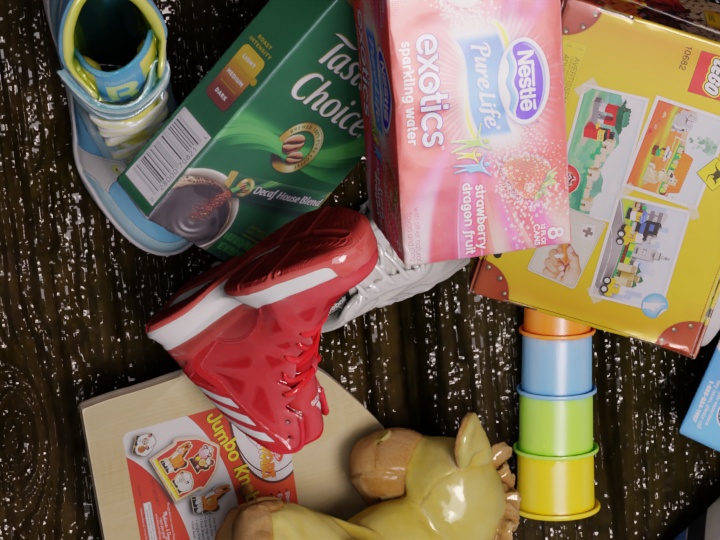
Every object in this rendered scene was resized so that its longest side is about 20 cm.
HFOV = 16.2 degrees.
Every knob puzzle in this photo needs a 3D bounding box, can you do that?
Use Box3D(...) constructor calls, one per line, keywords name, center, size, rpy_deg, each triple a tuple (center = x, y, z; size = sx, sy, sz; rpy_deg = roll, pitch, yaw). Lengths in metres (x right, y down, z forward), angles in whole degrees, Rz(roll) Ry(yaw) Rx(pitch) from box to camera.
Box3D(name="knob puzzle", center=(-0.076, 0.134, 1.641), size=(0.218, 0.030, 0.221), rpy_deg=(-8, 114, -18))

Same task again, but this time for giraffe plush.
Box3D(name="giraffe plush", center=(0.026, 0.167, 1.601), size=(0.199, 0.173, 0.163), rpy_deg=(34, 71, -4))

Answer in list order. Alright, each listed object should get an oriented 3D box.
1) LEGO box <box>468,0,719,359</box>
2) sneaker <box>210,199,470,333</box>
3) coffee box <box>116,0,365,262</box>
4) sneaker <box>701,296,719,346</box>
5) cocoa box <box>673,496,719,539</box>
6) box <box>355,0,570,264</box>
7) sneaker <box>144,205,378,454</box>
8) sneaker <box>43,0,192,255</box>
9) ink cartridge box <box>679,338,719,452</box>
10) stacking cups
Box3D(name="LEGO box", center=(0.164, -0.067, 1.536), size=(0.148, 0.077, 0.201), rpy_deg=(16, 112, -3))
Box3D(name="sneaker", center=(0.000, 0.000, 1.599), size=(0.199, 0.081, 0.076), rpy_deg=(-24, 104, -4))
Box3D(name="coffee box", center=(-0.041, -0.097, 1.519), size=(0.200, 0.044, 0.123), rpy_deg=(-48, 144, 8))
Box3D(name="sneaker", center=(0.188, -0.052, 1.621), size=(0.117, 0.074, 0.202), rpy_deg=(2, 106, -6))
Box3D(name="cocoa box", center=(0.283, 0.264, 1.661), size=(0.199, 0.134, 0.131), rpy_deg=(32, 125, -15))
Box3D(name="box", center=(0.056, -0.116, 1.418), size=(0.102, 0.095, 0.202), rpy_deg=(-7, 109, -10))
Box3D(name="sneaker", center=(-0.032, 0.039, 1.495), size=(0.116, 0.199, 0.078), rpy_deg=(52, 55, -13))
Box3D(name="sneaker", center=(-0.141, -0.091, 1.527), size=(0.079, 0.131, 0.201), rpy_deg=(-21, 106, -5))
Box3D(name="ink cartridge box", center=(0.321, 0.095, 1.634), size=(0.199, 0.068, 0.117), rpy_deg=(25, 93, 13))
Box3D(name="stacking cups", center=(0.124, 0.059, 1.645), size=(0.060, 0.061, 0.202), rpy_deg=(-5, 102, -8))
